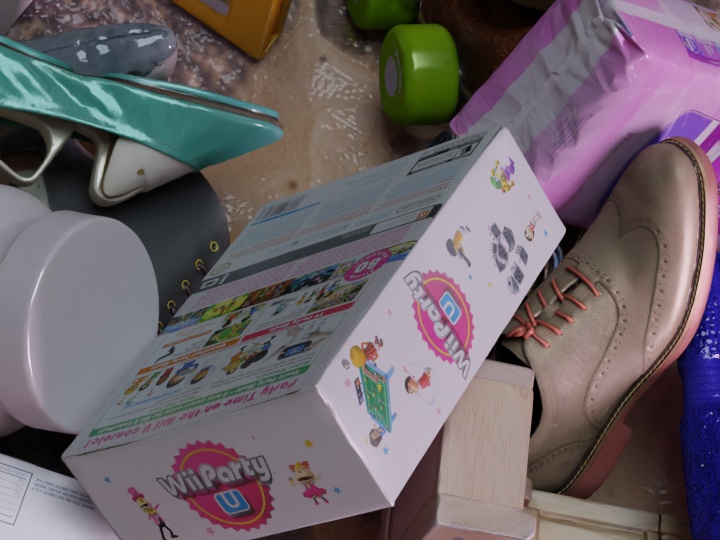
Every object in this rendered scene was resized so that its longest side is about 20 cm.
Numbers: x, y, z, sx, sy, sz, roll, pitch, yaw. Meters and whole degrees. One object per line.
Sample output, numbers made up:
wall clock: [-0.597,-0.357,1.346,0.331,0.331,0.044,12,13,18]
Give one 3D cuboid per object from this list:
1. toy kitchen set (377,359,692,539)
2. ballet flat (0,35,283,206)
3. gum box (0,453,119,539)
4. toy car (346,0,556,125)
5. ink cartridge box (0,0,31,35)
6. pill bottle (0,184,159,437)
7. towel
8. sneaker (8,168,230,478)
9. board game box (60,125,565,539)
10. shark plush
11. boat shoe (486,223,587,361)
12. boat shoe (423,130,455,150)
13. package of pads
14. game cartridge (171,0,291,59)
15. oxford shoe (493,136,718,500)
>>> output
toy kitchen set: [0.106,0.164,0.927,0.199,0.181,0.164,11,63,-8]
ballet flat: [-0.140,-0.070,0.997,0.199,0.067,0.071,15,84,-11]
gum box: [-0.191,0.126,0.913,0.199,0.114,0.066,19,61,-4]
toy car: [0.097,-0.187,1.077,0.164,0.200,0.158,-4,48,-17]
ink cartridge box: [-0.255,-0.220,1.054,0.199,0.145,0.084,29,62,3]
pill bottle: [-0.198,0.015,0.919,0.199,0.116,0.116,6,56,29]
towel: [0.210,0.096,1.004,0.148,0.049,0.201,38,42,-39]
sneaker: [-0.105,0.032,1.003,0.106,0.075,0.201,-7,65,-17]
board game box: [-0.016,0.029,0.880,0.064,0.147,0.200,58,40,-18]
shark plush: [-0.197,-0.109,1.047,0.199,0.083,0.091,12,62,-7]
boat shoe: [0.075,0.009,1.058,0.072,0.072,0.200,30,61,3]
boat shoe: [0.000,0.000,1.048,0.062,0.075,0.200,35,70,-7]
package of pads: [0.152,-0.076,1.046,0.200,0.121,0.076,10,44,-44]
game cartridge: [-0.114,-0.217,1.068,0.200,0.176,0.032,32,61,5]
oxford shoe: [0.111,0.026,0.988,0.075,0.201,0.070,8,21,-35]
